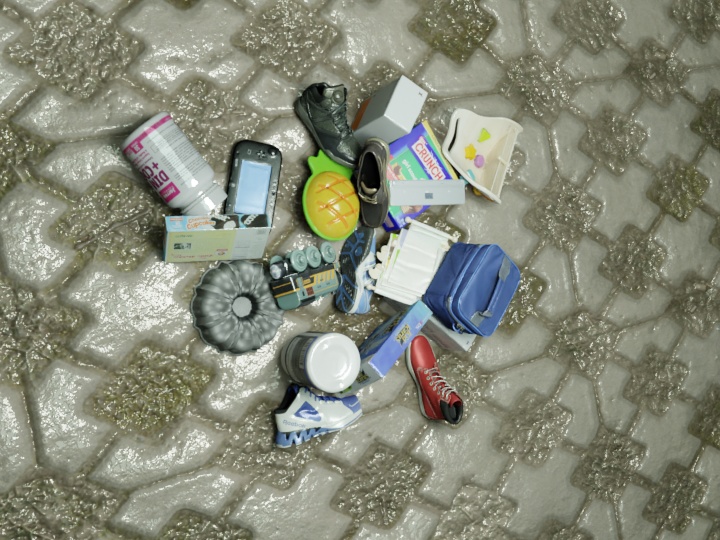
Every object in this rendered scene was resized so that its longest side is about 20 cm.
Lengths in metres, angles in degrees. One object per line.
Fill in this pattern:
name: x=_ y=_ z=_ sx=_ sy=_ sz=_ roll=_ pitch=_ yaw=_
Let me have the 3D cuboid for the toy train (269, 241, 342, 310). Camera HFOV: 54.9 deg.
toy train: x=-0.110 y=0.010 z=1.435 sx=0.199 sy=0.085 sz=0.115 roll=-18 pitch=93 yaw=-57

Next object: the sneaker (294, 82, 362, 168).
sneaker: x=-0.050 y=-0.314 z=1.464 sx=0.076 sy=0.114 sz=0.200 roll=-33 pitch=86 yaw=-37

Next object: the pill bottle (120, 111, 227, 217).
pill bottle: x=-0.357 y=-0.194 z=1.341 sx=0.113 sy=0.113 sz=0.201 roll=-43 pitch=105 yaw=-20

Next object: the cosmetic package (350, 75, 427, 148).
cosmetic package: x=0.052 y=-0.332 z=1.491 sx=0.071 sy=0.200 sz=0.102 roll=30 pitch=75 yaw=-20

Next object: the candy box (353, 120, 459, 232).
candy box: x=0.105 y=-0.214 z=1.577 sx=0.199 sy=0.077 sz=0.170 roll=-38 pitch=104 yaw=-22

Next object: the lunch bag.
lunch bag: x=0.239 y=0.043 z=1.463 sx=0.136 sy=0.132 sz=0.201 roll=40 pitch=70 yaw=-29

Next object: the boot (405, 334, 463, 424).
boot: x=0.172 y=0.241 z=1.550 sx=0.072 sy=0.144 sz=0.202 roll=-16 pitch=93 yaw=-23

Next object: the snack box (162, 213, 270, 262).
snack box: x=-0.284 y=-0.063 z=1.360 sx=0.198 sy=0.116 sz=0.037 roll=-3 pitch=61 yaw=-21

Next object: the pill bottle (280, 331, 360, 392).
pill bottle: x=-0.088 y=0.181 z=1.401 sx=0.113 sy=0.200 sz=0.115 roll=1 pitch=86 yaw=-23

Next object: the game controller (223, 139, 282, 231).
game controller: x=-0.225 y=-0.169 z=1.441 sx=0.103 sy=0.042 sz=0.203 roll=11 pitch=82 yaw=-24

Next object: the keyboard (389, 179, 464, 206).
keyboard: x=0.152 y=-0.175 z=1.555 sx=0.198 sy=0.011 sz=0.057 roll=-4 pitch=98 yaw=-27

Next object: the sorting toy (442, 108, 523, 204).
sorting toy: x=0.266 y=-0.282 z=1.619 sx=0.179 sy=0.106 sz=0.202 roll=29 pitch=73 yaw=-33

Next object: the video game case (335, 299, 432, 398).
video game case: x=0.040 y=0.164 z=1.444 sx=0.045 sy=0.181 sz=0.200 roll=47 pitch=53 yaw=-5

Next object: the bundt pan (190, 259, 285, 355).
bundt pan: x=-0.239 y=0.074 z=1.405 sx=0.200 sy=0.076 sz=0.205 roll=1 pitch=88 yaw=-25

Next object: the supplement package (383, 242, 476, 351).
supplement package: x=0.185 y=0.061 z=1.583 sx=0.200 sy=0.111 sz=0.156 roll=40 pitch=73 yaw=-18

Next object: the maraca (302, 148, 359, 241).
maraca: x=-0.063 y=-0.161 z=1.483 sx=0.136 sy=0.107 sz=0.202 roll=9 pitch=73 yaw=-33

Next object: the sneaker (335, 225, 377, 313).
sneaker: x=0.000 y=0.000 z=1.531 sx=0.077 sy=0.075 sz=0.202 roll=23 pitch=77 yaw=-45

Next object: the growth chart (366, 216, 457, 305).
growth chart: x=0.107 y=-0.020 z=1.499 sx=0.144 sy=0.018 sz=0.201 roll=27 pitch=73 yaw=4

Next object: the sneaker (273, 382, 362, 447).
sneaker: x=-0.097 y=0.285 z=1.458 sx=0.198 sy=0.080 sz=0.116 roll=-17 pitch=97 yaw=-23

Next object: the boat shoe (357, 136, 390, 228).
boat shoe: x=0.019 y=-0.179 z=1.467 sx=0.073 sy=0.074 sz=0.202 roll=-49 pitch=143 yaw=-54
